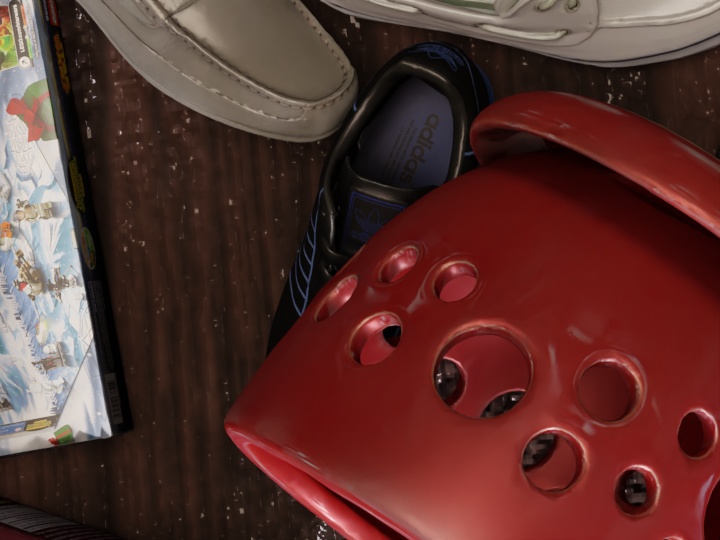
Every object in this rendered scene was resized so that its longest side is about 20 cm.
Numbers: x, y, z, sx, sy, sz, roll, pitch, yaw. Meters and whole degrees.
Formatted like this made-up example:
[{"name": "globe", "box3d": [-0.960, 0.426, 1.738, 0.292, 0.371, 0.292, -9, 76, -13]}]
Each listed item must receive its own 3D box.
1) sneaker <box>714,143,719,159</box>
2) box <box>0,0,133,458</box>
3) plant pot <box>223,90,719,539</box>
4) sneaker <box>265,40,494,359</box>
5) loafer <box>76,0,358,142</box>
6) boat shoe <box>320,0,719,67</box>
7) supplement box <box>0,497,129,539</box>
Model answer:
[{"name": "sneaker", "box3d": [0.216, -0.071, 1.079, 0.200, 0.075, 0.078, -41, 87, 11]}, {"name": "box", "box3d": [-0.184, -0.015, 1.172, 0.137, 0.040, 0.200, -10, 89, 10]}, {"name": "plant pot", "box3d": [0.077, 0.045, 1.025, 0.200, 0.200, 0.183, 33, 79, 9]}, {"name": "sneaker", "box3d": [0.000, 0.000, 1.117, 0.070, 0.078, 0.200, 18, 94, 11]}, {"name": "loafer", "box3d": [-0.082, -0.128, 1.128, 0.200, 0.070, 0.070, 36, 142, 8]}, {"name": "boat shoe", "box3d": [0.071, -0.120, 1.107, 0.200, 0.067, 0.074, 0, 91, 11]}, {"name": "supplement box", "box3d": [-0.108, 0.170, 1.136, 0.200, 0.061, 0.109, 15, 94, 20]}]
